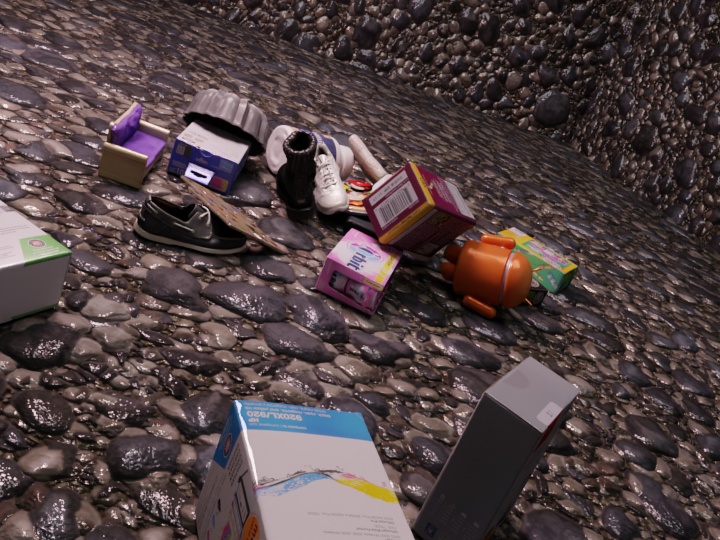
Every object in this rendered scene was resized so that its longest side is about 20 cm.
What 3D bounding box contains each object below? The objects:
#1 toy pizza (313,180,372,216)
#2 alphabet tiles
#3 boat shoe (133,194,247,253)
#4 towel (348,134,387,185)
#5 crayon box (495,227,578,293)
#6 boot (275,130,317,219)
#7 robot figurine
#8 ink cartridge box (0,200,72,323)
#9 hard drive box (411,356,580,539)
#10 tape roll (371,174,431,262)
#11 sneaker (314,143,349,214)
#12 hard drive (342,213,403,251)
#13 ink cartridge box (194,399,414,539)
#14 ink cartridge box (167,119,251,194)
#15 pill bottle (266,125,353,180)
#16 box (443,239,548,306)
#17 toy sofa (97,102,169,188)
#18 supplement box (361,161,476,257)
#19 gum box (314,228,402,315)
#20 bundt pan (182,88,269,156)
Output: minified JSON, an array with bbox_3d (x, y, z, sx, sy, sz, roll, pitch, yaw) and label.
[{"bbox_3d":[-0.008,-0.170,1.706,0.195,0.032,0.201,8,22,-3],"label":"toy pizza"},{"bbox_3d":[-0.241,-0.106,1.372,0.199,0.008,0.166,39,6,32],"label":"alphabet tiles"},{"bbox_3d":[-0.275,-0.076,1.272,0.196,0.069,0.072,13,23,-33],"label":"boat shoe"},{"bbox_3d":[0.034,-0.237,1.817,0.133,0.034,0.200,52,0,17],"label":"towel"},{"bbox_3d":[0.429,-0.028,1.880,0.198,0.059,0.118,35,25,23],"label":"crayon box"},{"bbox_3d":[-0.134,-0.222,1.586,0.077,0.161,0.212,-9,33,-13],"label":"boot"},{"bbox_3d":[0.261,0.009,1.535,0.196,0.119,0.144,15,37,16],"label":"robot figurine"},{"bbox_3d":[-0.481,-0.025,0.928,0.198,0.085,0.145,32,24,18],"label":"ink cartridge box"},{"bbox_3d":[0.160,0.220,0.887,0.076,0.203,0.155,32,24,23],"label":"hard drive box"},{"bbox_3d":[0.102,-0.114,1.646,0.202,0.037,0.205,42,27,-27],"label":"tape roll"},{"bbox_3d":[-0.073,-0.196,1.632,0.073,0.082,0.202,-16,43,-3],"label":"sneaker"},{"bbox_3d":[0.042,-0.105,1.693,0.137,0.033,0.201,24,22,-1],"label":"hard drive"},{"bbox_3d":[-0.055,0.245,0.687,0.142,0.150,0.201,12,25,-26],"label":"ink cartridge box"},{"bbox_3d":[-0.312,-0.232,1.559,0.134,0.078,0.201,21,21,-8],"label":"ink cartridge box"},{"bbox_3d":[-0.114,-0.268,1.786,0.197,0.113,0.111,6,28,-40],"label":"pill bottle"},{"bbox_3d":[0.301,0.003,1.704,0.157,0.045,0.200,6,29,-36],"label":"box"},{"bbox_3d":[-0.423,-0.241,1.441,0.081,0.099,0.201,19,22,-9],"label":"toy sofa"},{"bbox_3d":[0.117,-0.114,1.477,0.198,0.130,0.105,14,45,-55],"label":"supplement box"},{"bbox_3d":[0.000,0.000,1.377,0.112,0.067,0.200,25,22,4],"label":"gum box"},{"bbox_3d":[-0.289,-0.332,1.674,0.197,0.077,0.202,19,-13,4],"label":"bundt pan"}]
